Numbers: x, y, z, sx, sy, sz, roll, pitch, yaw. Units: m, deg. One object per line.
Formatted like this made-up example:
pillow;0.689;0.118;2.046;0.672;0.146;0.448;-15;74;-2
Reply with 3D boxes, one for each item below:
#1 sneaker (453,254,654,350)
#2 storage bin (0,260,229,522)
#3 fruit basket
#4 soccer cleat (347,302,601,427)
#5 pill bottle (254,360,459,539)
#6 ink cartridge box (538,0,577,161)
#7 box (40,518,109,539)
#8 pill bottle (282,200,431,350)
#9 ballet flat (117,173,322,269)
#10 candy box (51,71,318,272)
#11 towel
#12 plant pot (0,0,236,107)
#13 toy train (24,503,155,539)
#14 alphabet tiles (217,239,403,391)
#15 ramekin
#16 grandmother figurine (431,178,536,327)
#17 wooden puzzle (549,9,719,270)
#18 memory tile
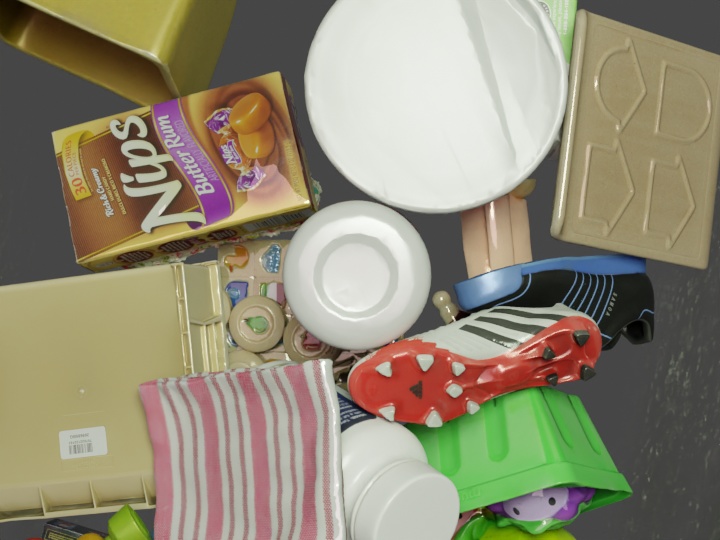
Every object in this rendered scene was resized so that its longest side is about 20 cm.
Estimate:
sneaker;0.167;0.031;1.143;0.199;0.070;0.078;-5;81;-31
storage bin;-0.217;0.100;1.165;0.199;0.094;0.199;-7;86;11
fruit basket;0.114;0.212;1.112;0.215;0.155;0.216;-10;73;32
soccer cleat;0.085;0.066;1.057;0.199;0.085;0.069;-13;112;-8
pill bottle;-0.018;0.153;1.065;0.200;0.111;0.111;27;87;48
ink cartridge box;0.079;-0.177;1.190;0.199;0.084;0.146;4;86;2
box;-0.193;0.309;1.191;0.199;0.038;0.137;17;87;4
pill bottle;0.000;0.000;1.113;0.112;0.200;0.113;0;92;2
ballet flat;-0.133;-0.054;1.201;0.199;0.064;0.076;-17;73;1
candy box;-0.145;-0.079;1.146;0.199;0.056;0.117;-15;80;6
towel;-0.090;0.146;1.030;0.200;0.030;0.147;-10;84;41
plant pot;-0.194;-0.268;1.163;0.195;0.194;0.200;25;82;4
toy train;-0.216;0.224;1.085;0.116;0.200;0.085;-35;51;-2
alphabet tiles;-0.061;0.056;1.220;0.199;0.006;0.167;0;86;2
ramekin;0.060;-0.142;1.099;0.202;0.094;0.203;0;89;3
grandmother figurine;0.121;0.026;1.186;0.121;0.061;0.201;-8;85;-3
wooden puzzle;0.228;-0.104;1.157;0.200;0.046;0.186;10;86;-38
memory tile;-0.110;0.118;1.204;0.153;0.017;0.201;16;91;6
